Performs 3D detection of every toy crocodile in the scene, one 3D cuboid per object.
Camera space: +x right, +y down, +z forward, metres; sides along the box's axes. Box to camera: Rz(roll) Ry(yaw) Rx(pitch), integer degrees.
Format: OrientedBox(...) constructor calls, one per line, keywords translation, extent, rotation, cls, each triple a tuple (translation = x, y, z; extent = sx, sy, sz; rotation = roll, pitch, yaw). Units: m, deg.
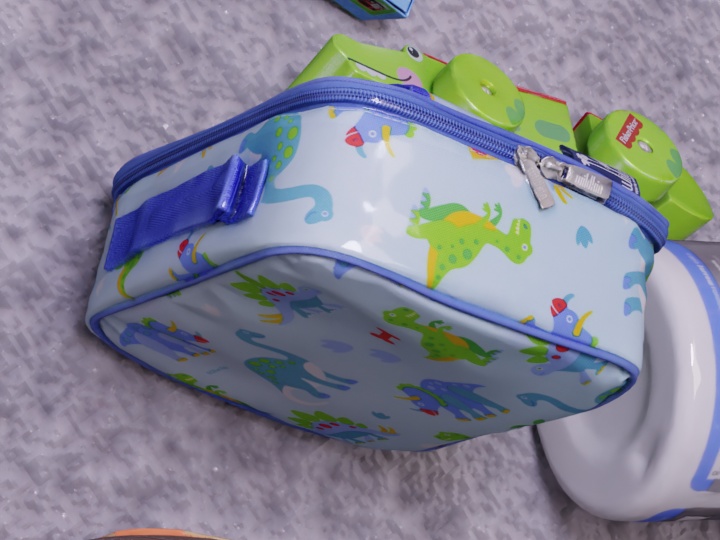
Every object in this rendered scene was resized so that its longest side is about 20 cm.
OrientedBox(translation=(0.061, -0.049, 1.134), extent=(0.200, 0.068, 0.062), rotation=(18, 40, -26), cls="toy crocodile")

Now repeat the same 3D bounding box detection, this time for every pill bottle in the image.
OrientedBox(translation=(0.181, 0.045, 1.156), extent=(0.200, 0.114, 0.114), rotation=(2, 79, -30), cls="pill bottle")

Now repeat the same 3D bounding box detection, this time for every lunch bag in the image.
OrientedBox(translation=(0.000, 0.000, 1.009), extent=(0.161, 0.200, 0.083), rotation=(21, 70, -25), cls="lunch bag")

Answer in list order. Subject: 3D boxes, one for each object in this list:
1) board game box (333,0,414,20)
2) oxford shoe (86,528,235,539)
OrientedBox(translation=(-0.033, -0.212, 1.096), extent=(0.200, 0.037, 0.151), rotation=(33, 71, -36), cls="board game box")
OrientedBox(translation=(-0.094, 0.128, 1.002), extent=(0.200, 0.073, 0.071), rotation=(-3, 81, -31), cls="oxford shoe")
